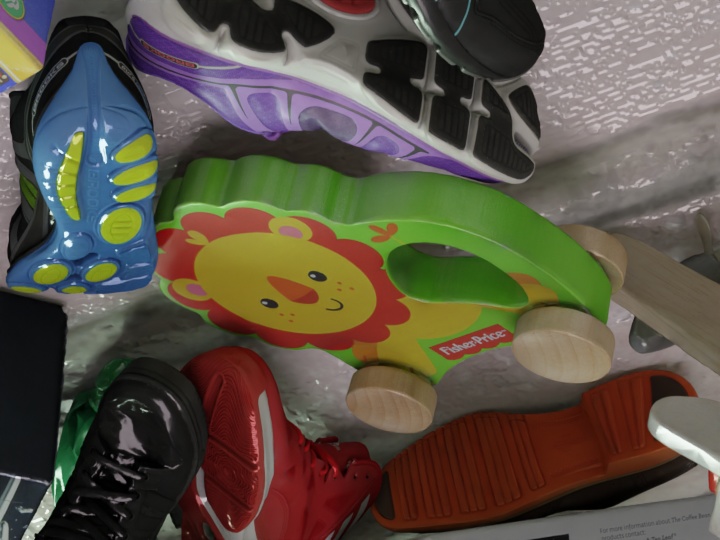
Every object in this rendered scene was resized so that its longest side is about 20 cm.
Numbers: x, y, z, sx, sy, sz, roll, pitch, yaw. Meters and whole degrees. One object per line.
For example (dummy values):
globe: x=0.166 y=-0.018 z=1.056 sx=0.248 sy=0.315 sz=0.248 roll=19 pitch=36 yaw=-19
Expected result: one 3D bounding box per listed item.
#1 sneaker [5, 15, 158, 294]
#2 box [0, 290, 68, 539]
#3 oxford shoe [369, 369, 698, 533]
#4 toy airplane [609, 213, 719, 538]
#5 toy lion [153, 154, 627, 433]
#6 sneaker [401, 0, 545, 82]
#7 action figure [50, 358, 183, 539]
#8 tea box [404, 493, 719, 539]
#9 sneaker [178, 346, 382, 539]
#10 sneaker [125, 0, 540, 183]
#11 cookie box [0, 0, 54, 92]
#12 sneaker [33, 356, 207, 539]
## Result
sneaker: x=-0.127 y=-0.046 z=0.800 sx=0.070 sy=0.083 sz=0.200 roll=-1 pitch=154 yaw=-14
box: x=-0.279 y=0.099 z=0.906 sx=0.199 sy=0.125 sz=0.197 roll=15 pitch=132 yaw=-20
oxford shoe: x=0.105 y=0.122 z=1.004 sx=0.198 sy=0.072 sz=0.073 roll=-15 pitch=141 yaw=10
toy airplane: x=0.227 y=0.051 z=0.846 sx=0.197 sy=0.201 sz=0.141 roll=-13 pitch=153 yaw=6
toy lion: x=0.000 y=0.000 z=0.840 sx=0.191 sy=0.069 sz=0.199 roll=34 pitch=145 yaw=-30
sneaker: x=0.037 y=-0.154 z=0.694 sx=0.079 sy=0.076 sz=0.200 roll=-24 pitch=134 yaw=17
action figure: x=-0.137 y=0.134 z=0.989 sx=0.118 sy=0.055 sz=0.201 roll=27 pitch=129 yaw=28
tea box: x=0.095 y=0.212 z=0.974 sx=0.198 sy=0.135 sz=0.197 roll=-4 pitch=167 yaw=-23
sneaker: x=-0.046 y=0.099 z=0.958 sx=0.078 sy=0.115 sz=0.201 roll=34 pitch=139 yaw=26
sneaker: x=-0.011 y=-0.089 z=0.777 sx=0.199 sy=0.081 sz=0.083 roll=21 pitch=149 yaw=-17
cookie box: x=-0.255 y=-0.115 z=0.708 sx=0.199 sy=0.076 sz=0.171 roll=-25 pitch=132 yaw=20
sneaker: x=-0.139 y=0.143 z=0.889 sx=0.060 sy=0.104 sz=0.201 roll=28 pitch=131 yaw=6
